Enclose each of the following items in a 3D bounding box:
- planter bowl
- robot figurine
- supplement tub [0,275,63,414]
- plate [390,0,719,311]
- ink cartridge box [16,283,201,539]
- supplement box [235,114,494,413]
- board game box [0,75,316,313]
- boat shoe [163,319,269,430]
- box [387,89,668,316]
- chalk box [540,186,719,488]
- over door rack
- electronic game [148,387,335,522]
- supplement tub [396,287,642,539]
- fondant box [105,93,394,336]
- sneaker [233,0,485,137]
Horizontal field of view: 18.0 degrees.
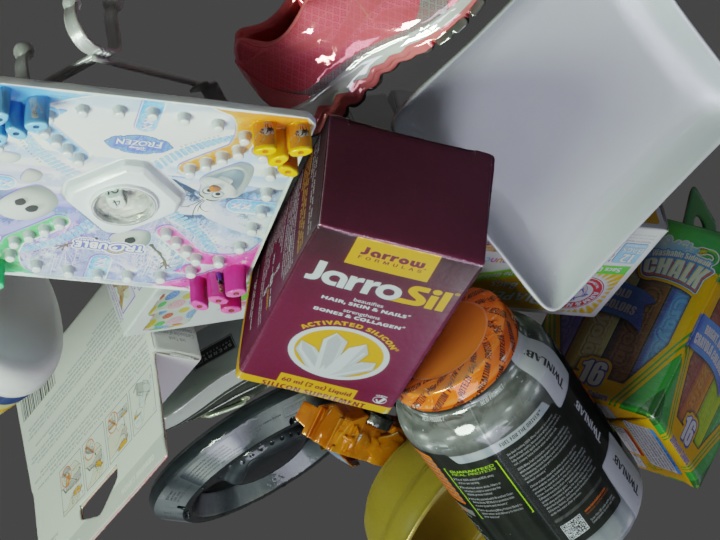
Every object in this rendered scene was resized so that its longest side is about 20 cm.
[{"bbox_3d":[0.063,0.182,1.748,0.200,0.083,0.201,-34,144,-30],"label":"planter bowl"},{"bbox_3d":[0.036,0.102,1.776,0.200,0.058,0.146,20,99,-59],"label":"robot figurine"},{"bbox_3d":[-0.315,0.059,1.532,0.199,0.145,0.144,-32,144,25],"label":"supplement tub"},{"bbox_3d":[0.135,-0.105,1.479,0.200,0.032,0.200,-46,123,-4],"label":"plate"},{"bbox_3d":[-0.180,0.111,1.637,0.044,0.177,0.200,10,140,-33],"label":"ink cartridge box"},{"bbox_3d":[0.000,0.000,1.445,0.110,0.086,0.200,14,146,-11],"label":"supplement box"},{"bbox_3d":[-0.146,-0.040,1.399,0.198,0.026,0.200,5,146,-16],"label":"board game box"},{"bbox_3d":[-0.116,0.084,1.721,0.199,0.071,0.064,-25,145,12],"label":"boat shoe"},{"bbox_3d":[0.097,-0.044,1.588,0.199,0.102,0.113,4,142,-28],"label":"box"},{"bbox_3d":[0.228,0.037,1.701,0.123,0.201,0.124,17,160,36],"label":"chalk box"},{"bbox_3d":[-0.190,-0.107,1.421,0.147,0.067,0.200,-26,160,16],"label":"over door rack"},{"bbox_3d":[-0.080,0.139,1.804,0.199,0.042,0.200,-30,163,-10],"label":"electronic game"},{"bbox_3d":[0.105,0.112,1.585,0.122,0.123,0.200,-25,127,15],"label":"supplement tub"},{"bbox_3d":[-0.073,-0.036,1.532,0.144,0.059,0.200,-8,152,-35],"label":"fondant box"},{"bbox_3d":[0.005,-0.167,1.396,0.200,0.074,0.087,-38,114,16],"label":"sneaker"}]
